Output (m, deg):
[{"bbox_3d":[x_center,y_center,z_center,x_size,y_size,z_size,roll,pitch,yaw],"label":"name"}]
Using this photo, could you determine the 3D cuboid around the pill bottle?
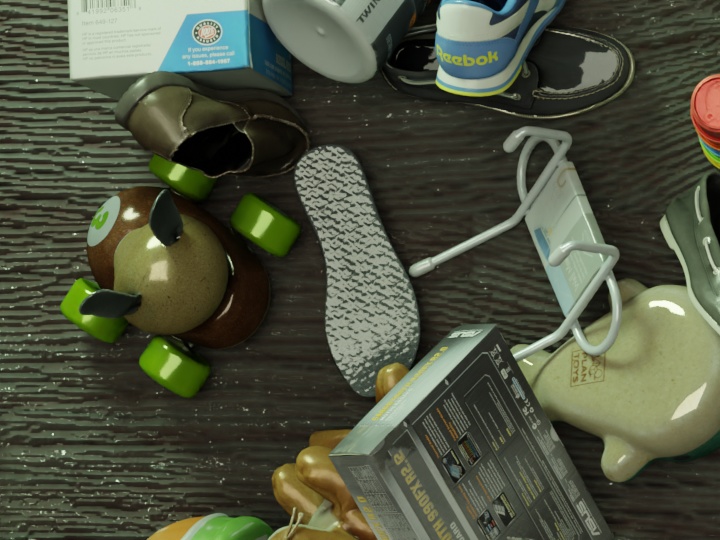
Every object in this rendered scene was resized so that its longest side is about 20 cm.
[{"bbox_3d":[0.020,-0.247,1.702,0.106,0.106,0.200,30,66,13],"label":"pill bottle"}]

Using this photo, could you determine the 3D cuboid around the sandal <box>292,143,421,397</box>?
[{"bbox_3d":[0.001,-0.001,1.750,0.076,0.043,0.201,-12,82,1],"label":"sandal"}]

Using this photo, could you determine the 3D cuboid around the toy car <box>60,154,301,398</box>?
[{"bbox_3d":[-0.158,-0.007,1.701,0.157,0.200,0.165,33,94,12],"label":"toy car"}]

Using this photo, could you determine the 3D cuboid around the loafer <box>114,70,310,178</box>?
[{"bbox_3d":[-0.105,-0.095,1.699,0.073,0.200,0.071,-49,61,24],"label":"loafer"}]

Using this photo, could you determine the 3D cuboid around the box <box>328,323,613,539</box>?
[{"bbox_3d":[0.084,0.165,1.619,0.048,0.158,0.200,-8,119,51],"label":"box"}]

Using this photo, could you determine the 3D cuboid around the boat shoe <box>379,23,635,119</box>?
[{"bbox_3d":[0.110,-0.158,1.721,0.199,0.063,0.073,3,87,13],"label":"boat shoe"}]

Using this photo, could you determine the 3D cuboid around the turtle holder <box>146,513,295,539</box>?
[{"bbox_3d":[-0.116,0.276,1.721,0.131,0.141,0.186,1,126,27],"label":"turtle holder"}]

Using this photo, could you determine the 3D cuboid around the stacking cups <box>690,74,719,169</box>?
[{"bbox_3d":[0.267,-0.113,1.613,0.060,0.200,0.061,-1,84,13],"label":"stacking cups"}]

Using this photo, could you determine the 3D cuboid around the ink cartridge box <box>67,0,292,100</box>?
[{"bbox_3d":[-0.139,-0.240,1.740,0.146,0.145,0.201,-2,86,12],"label":"ink cartridge box"}]

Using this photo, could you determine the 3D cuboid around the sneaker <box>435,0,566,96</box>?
[{"bbox_3d":[0.108,-0.217,1.674,0.074,0.083,0.200,5,44,20],"label":"sneaker"}]

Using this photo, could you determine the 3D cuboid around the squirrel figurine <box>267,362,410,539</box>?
[{"bbox_3d":[0.018,0.209,1.653,0.200,0.187,0.141,42,138,-12],"label":"squirrel figurine"}]

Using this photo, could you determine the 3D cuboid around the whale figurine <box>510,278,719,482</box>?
[{"bbox_3d":[0.204,0.087,1.678,0.199,0.104,0.160,-12,63,33],"label":"whale figurine"}]

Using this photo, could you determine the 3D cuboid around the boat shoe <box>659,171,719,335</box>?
[{"bbox_3d":[0.271,-0.003,1.620,0.067,0.200,0.057,21,116,-26],"label":"boat shoe"}]

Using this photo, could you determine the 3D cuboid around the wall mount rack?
[{"bbox_3d":[0.118,-0.006,1.681,0.174,0.074,0.201,-58,38,41],"label":"wall mount rack"}]
